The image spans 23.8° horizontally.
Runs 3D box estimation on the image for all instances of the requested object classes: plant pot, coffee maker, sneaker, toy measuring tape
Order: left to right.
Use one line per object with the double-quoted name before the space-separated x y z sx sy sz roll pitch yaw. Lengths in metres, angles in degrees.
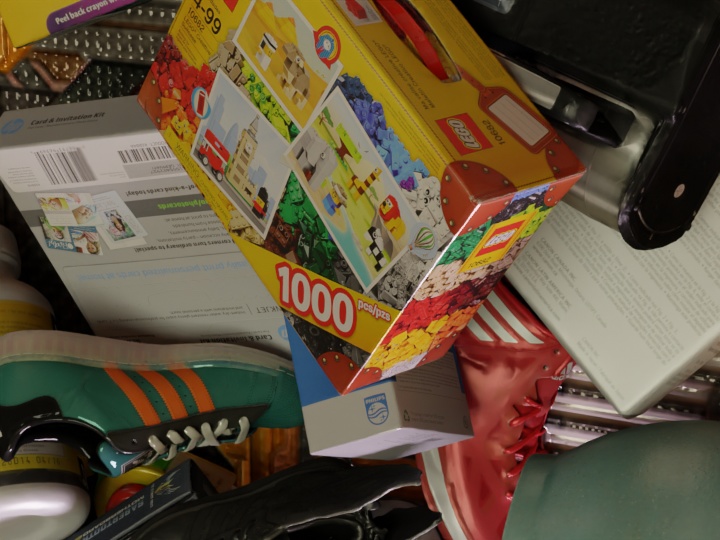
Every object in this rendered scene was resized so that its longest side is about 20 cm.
"sneaker" -0.124 0.089 1.023 0.199 0.080 0.071 5 153 -11
"toy measuring tape" -0.104 0.165 1.118 0.199 0.074 0.074 24 115 3
"sneaker" -0.054 0.159 0.978 0.199 0.104 0.060 -25 105 -2
"sneaker" 0.093 0.093 0.999 0.115 0.078 0.201 -22 98 29
"coffee maker" 0.108 -0.134 0.881 0.199 0.135 0.192 30 75 25
"plant pot" 0.144 0.169 0.923 0.133 0.200 0.201 11 111 14

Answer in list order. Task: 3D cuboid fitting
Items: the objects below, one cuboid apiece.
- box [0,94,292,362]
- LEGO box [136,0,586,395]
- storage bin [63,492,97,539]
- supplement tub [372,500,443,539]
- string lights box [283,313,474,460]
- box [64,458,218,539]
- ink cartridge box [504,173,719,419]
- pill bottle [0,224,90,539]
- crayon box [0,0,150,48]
"box" -0.113 -0.015 1.024 0.155 0.041 0.201 -4 131 25
"LEGO box" -0.007 -0.067 0.831 0.200 0.077 0.149 54 136 21
"storage bin" -0.248 0.204 1.156 0.199 0.145 0.135 30 106 12
"supplement tub" 0.031 0.252 1.027 0.131 0.132 0.201 -21 109 27
"string lights box" 0.000 0.000 0.951 0.059 0.103 0.201 -18 74 23
"box" -0.114 0.240 1.082 0.157 0.051 0.200 -33 111 5
"ink cartridge box" 0.170 -0.043 0.931 0.200 0.057 0.163 -40 75 8
"pill bottle" -0.242 0.074 1.084 0.112 0.112 0.201 -28 64 28
"crayon box" -0.145 -0.245 1.002 0.199 0.058 0.173 -16 99 26
